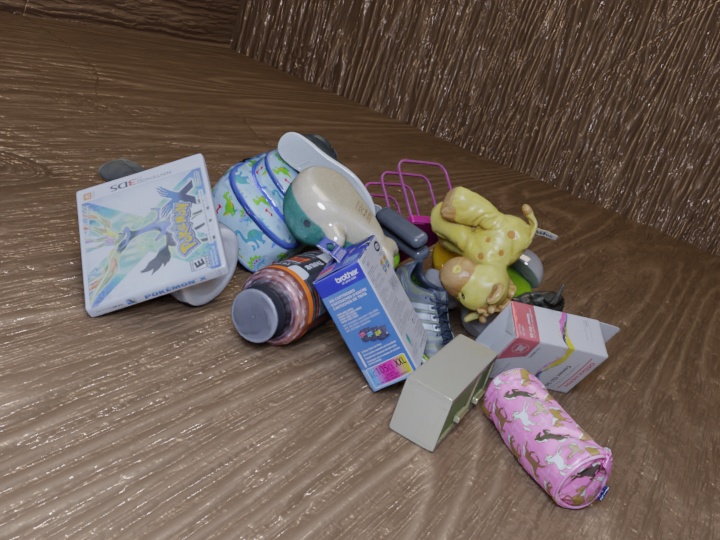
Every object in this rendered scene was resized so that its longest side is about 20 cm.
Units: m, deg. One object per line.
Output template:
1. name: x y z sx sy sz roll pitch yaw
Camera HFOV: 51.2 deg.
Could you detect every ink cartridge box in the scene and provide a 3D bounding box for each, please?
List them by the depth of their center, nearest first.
1. ink cartridge box: 0.011 0.040 1.014 0.202 0.076 0.137 63 16 -10
2. ink cartridge box: 0.290 0.122 1.142 0.197 0.117 0.068 12 50 -17

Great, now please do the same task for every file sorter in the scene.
1. file sorter: 0.065 -0.103 1.382 0.138 0.199 0.127 0 70 -41

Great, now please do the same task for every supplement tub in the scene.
1. supplement tub: -0.095 0.039 1.038 0.106 0.108 0.200 25 20 17
2. supplement tub: -0.280 -0.044 1.062 0.198 0.124 0.122 28 21 23

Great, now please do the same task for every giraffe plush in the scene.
1. giraffe plush: 0.185 -0.008 1.158 0.198 0.164 0.173 14 -22 24

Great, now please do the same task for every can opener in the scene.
1. can opener: 0.033 -0.071 1.255 0.066 0.054 0.200 -28 40 -20

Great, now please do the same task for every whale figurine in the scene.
1. whale figurine: -0.033 -0.064 1.146 0.199 0.104 0.160 40 29 -13

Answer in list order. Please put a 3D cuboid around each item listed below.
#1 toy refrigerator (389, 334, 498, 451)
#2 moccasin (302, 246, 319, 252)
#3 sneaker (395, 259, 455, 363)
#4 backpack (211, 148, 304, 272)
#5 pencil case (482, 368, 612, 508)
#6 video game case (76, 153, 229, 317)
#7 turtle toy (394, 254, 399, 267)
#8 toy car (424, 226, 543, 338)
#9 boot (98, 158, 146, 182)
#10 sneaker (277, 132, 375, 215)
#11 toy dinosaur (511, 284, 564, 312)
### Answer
1. toy refrigerator: 0.116 0.154 0.976 0.069 0.077 0.200 26 20 19
2. moccasin: -0.119 -0.100 1.429 0.073 0.079 0.201 8 23 -29
3. sneaker: 0.105 0.072 1.122 0.073 0.081 0.201 -11 60 -52
4. backpack: -0.153 -0.106 1.249 0.184 0.146 0.200 51 25 -5
5. pencil case: 0.229 0.204 0.942 0.085 0.084 0.200 9 21 -25
6. video game case: -0.275 -0.052 0.979 0.180 0.022 0.202 -18 57 -3
7. turtle toy: 0.000 0.000 1.238 0.144 0.102 0.199 26 21 19
8. toy car: 0.209 0.025 1.319 0.199 0.175 0.150 37 -18 13
9. boot: -0.391 -0.141 1.293 0.200 0.073 0.181 40 13 30
10. sneaker: -0.043 -0.160 1.250 0.200 0.071 0.099 43 21 -2
11. toy dinosaur: 0.273 0.062 1.182 0.101 0.201 0.078 -2 51 -23
